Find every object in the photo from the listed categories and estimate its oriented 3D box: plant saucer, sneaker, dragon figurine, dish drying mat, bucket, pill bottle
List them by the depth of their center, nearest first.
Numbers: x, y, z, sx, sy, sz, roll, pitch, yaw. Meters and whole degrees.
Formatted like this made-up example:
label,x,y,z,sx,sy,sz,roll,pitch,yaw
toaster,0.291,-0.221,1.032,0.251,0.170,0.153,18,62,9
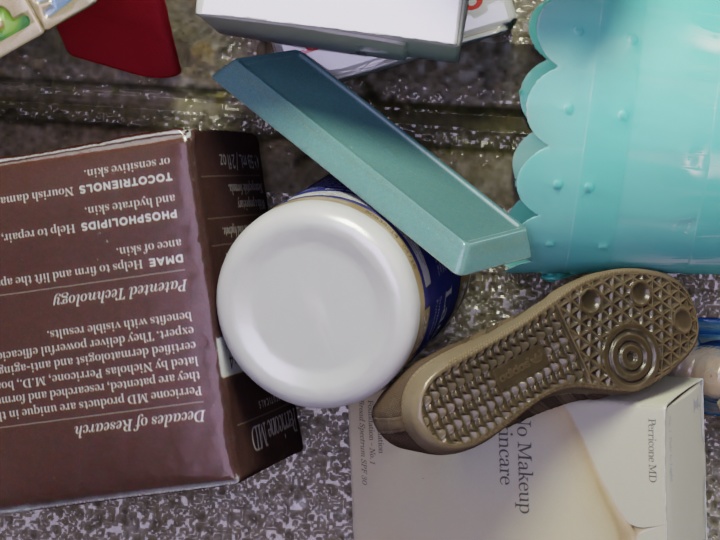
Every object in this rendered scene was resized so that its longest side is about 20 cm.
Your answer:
label,x,y,z,sx,sy,sz,roll,pitch,yaw
plant saucer,0.007,-0.064,1.357,0.200,0.070,0.019,40,123,27
sneaker,0.094,0.047,1.362,0.199,0.075,0.071,-18,95,-29
bucket,0.159,-0.092,1.404,0.134,0.207,0.208,7,92,2
pill bottle,0.000,0.000,1.406,0.115,0.200,0.116,4,104,15
dish drying mat,-0.146,-0.155,1.422,0.077,0.200,0.018,18,77,4
dragon figurine,0.209,0.059,1.470,0.199,0.099,0.059,8,93,23

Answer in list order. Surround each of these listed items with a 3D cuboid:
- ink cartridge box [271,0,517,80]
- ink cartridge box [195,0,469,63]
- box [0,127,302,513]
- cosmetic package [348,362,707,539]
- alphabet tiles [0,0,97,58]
label,x,y,z,sx,sy,sz,roll,pitch,yaw
ink cartridge box,-0.001,-0.219,1.467,0.144,0.084,0.201,-16,90,4
ink cartridge box,-0.003,-0.224,1.351,0.145,0.147,0.201,7,91,2
box,-0.141,0.027,1.433,0.164,0.166,0.201,-8,91,11
cosmetic package,0.097,0.113,1.434,0.199,0.073,0.104,1,101,27
alphabet tiles,-0.262,-0.193,1.327,0.167,0.008,0.200,-28,96,10
